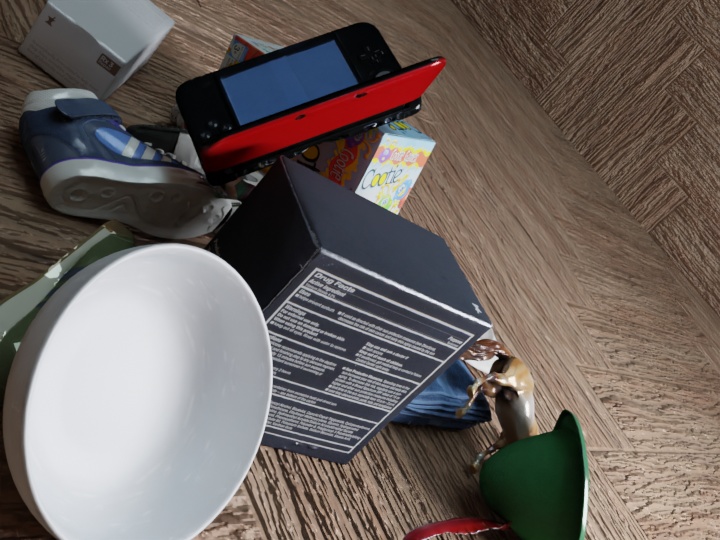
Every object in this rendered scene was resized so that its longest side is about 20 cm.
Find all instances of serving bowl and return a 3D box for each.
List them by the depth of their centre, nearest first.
[{"bbox_3d":[-0.146,0.080,0.566,0.066,0.201,0.200,6,-1,36],"label":"serving bowl"}]

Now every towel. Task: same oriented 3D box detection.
[{"bbox_3d":[0.061,0.116,0.955,0.200,0.049,0.112,16,35,-47],"label":"towel"}]

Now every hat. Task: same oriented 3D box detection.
[{"bbox_3d":[0.125,0.216,0.879,0.175,0.200,0.166,4,65,1],"label":"hat"}]

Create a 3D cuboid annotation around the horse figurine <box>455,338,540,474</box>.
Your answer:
[{"bbox_3d":[0.157,0.156,0.961,0.132,0.050,0.201,-29,108,-44],"label":"horse figurine"}]

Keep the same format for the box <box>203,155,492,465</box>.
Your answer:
[{"bbox_3d":[-0.036,0.042,0.734,0.200,0.198,0.123,24,30,-39],"label":"box"}]

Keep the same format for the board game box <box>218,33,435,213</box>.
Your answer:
[{"bbox_3d":[-0.047,-0.135,0.866,0.200,0.103,0.105,37,21,25],"label":"board game box"}]

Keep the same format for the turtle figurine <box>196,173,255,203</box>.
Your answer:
[{"bbox_3d":[-0.089,-0.011,0.823,0.200,0.100,0.150,33,60,-68],"label":"turtle figurine"}]

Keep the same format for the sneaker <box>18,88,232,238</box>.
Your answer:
[{"bbox_3d":[-0.224,-0.114,0.835,0.200,0.081,0.147,8,46,-45],"label":"sneaker"}]

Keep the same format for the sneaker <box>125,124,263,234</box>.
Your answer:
[{"bbox_3d":[-0.156,-0.088,0.910,0.199,0.089,0.074,20,-7,-18],"label":"sneaker"}]

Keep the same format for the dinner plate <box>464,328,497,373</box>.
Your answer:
[{"bbox_3d":[0.114,0.045,1.095,0.200,0.024,0.200,40,21,-18],"label":"dinner plate"}]

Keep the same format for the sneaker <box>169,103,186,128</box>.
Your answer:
[{"bbox_3d":[-0.159,-0.192,1.087,0.108,0.067,0.201,46,26,-3],"label":"sneaker"}]

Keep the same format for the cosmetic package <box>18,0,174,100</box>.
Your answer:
[{"bbox_3d":[-0.292,-0.267,0.994,0.102,0.074,0.200,38,26,-13],"label":"cosmetic package"}]

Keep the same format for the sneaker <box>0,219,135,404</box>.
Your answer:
[{"bbox_3d":[-0.203,0.040,0.639,0.090,0.067,0.200,42,29,-6],"label":"sneaker"}]

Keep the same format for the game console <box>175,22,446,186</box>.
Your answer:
[{"bbox_3d":[-0.052,-0.159,0.727,0.119,0.199,0.173,84,-17,-58],"label":"game console"}]
